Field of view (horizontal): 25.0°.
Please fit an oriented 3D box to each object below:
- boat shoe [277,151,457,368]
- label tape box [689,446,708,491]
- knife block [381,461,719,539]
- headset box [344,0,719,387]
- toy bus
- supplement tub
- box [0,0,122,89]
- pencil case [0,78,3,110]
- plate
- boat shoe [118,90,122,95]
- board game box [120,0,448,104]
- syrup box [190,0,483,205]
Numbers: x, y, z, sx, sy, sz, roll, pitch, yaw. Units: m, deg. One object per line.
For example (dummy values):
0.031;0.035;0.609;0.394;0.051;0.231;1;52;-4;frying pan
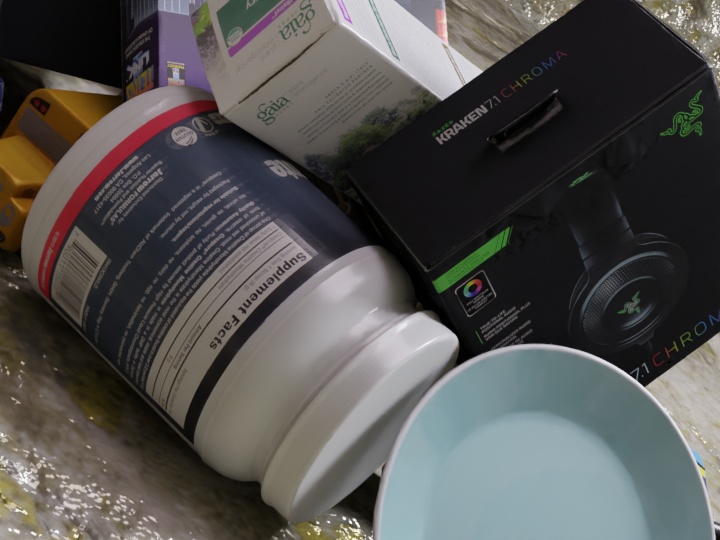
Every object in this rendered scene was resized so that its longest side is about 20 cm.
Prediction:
0.008;0.004;0.943;0.202;0.060;0.072;55;18;-14;boat shoe
0.157;0.131;1.078;0.143;0.066;0.200;37;13;1;label tape box
0.132;0.149;0.933;0.175;0.064;0.200;-7;45;-50;knife block
0.109;-0.026;0.853;0.093;0.174;0.200;52;-5;43;headset box
-0.153;-0.057;0.939;0.065;0.078;0.200;42;18;17;toy bus
-0.062;0.015;0.826;0.200;0.141;0.140;42;19;17;supplement tub
-0.187;-0.170;1.032;0.140;0.079;0.200;9;11;-29;box
-0.266;-0.143;0.932;0.083;0.086;0.200;-12;36;-18;pencil case
0.091;0.138;0.811;0.199;0.201;0.026;31;-23;-16;plate
-0.083;-0.122;1.081;0.074;0.199;0.063;61;20;-13;boat shoe
-0.043;-0.161;0.962;0.199;0.057;0.167;5;72;-32;board game box
0.008;-0.091;0.868;0.200;0.079;0.082;31;30;-45;syrup box
